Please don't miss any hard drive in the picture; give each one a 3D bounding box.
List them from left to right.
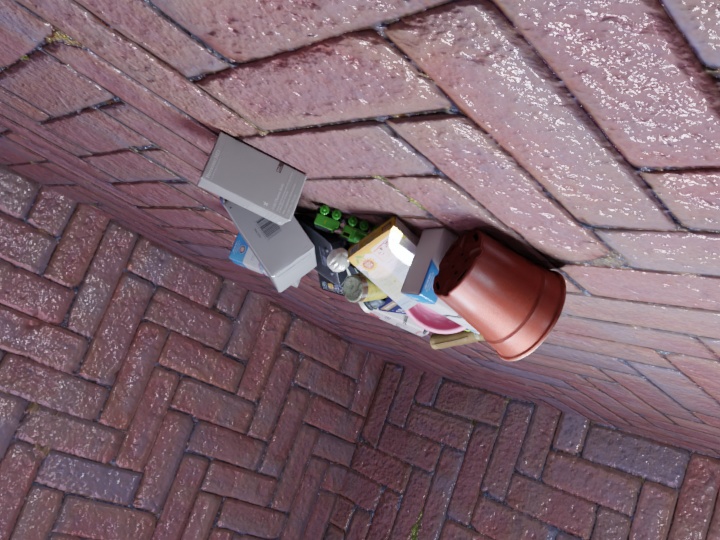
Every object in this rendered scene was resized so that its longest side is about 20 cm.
[{"bbox_3d":[-0.101,-0.057,1.719,0.199,0.042,0.137,34,144,47],"label":"hard drive"}]

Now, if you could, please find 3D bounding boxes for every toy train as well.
[{"bbox_3d":[-0.014,-0.089,1.604,0.196,0.058,0.042,22,169,3],"label":"toy train"}]

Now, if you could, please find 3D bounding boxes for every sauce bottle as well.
[{"bbox_3d":[0.040,0.034,1.630,0.064,0.067,0.198,13,-169,34],"label":"sauce bottle"}]

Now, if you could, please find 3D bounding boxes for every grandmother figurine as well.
[{"bbox_3d":[0.003,-0.027,1.625,0.197,0.062,0.120,-6,-157,-45],"label":"grandmother figurine"}]

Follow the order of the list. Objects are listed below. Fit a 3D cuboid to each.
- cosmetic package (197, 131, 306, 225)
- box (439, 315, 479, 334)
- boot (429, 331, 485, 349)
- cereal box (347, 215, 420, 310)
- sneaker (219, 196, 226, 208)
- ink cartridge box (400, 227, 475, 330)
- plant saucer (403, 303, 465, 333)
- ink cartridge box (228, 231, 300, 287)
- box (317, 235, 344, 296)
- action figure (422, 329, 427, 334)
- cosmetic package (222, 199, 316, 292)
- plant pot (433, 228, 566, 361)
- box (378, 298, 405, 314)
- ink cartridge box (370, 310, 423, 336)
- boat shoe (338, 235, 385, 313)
[{"bbox_3d":[-0.221,-0.184,1.438,0.197,0.109,0.090,24,169,-19],"label":"cosmetic package"},{"bbox_3d":[0.209,0.063,1.697,0.196,0.125,0.048,20,180,13],"label":"box"},{"bbox_3d":[0.297,0.145,1.816,0.172,0.068,0.199,-15,176,-36],"label":"boot"},{"bbox_3d":[0.087,-0.011,1.539,0.143,0.040,0.199,-32,122,29],"label":"cereal box"},{"bbox_3d":[-0.280,-0.149,1.827,0.199,0.079,0.089,39,169,-30],"label":"sneaker"},{"bbox_3d":[0.201,0.022,1.476,0.197,0.148,0.084,28,168,-26],"label":"ink cartridge box"},{"bbox_3d":[0.186,0.046,1.619,0.196,0.204,0.051,20,-150,8],"label":"plant saucer"},{"bbox_3d":[-0.240,-0.059,1.947,0.196,0.148,0.085,20,169,9],"label":"ink cartridge box"},{"bbox_3d":[-0.029,-0.005,1.839,0.196,0.044,0.163,16,131,32],"label":"box"},{"bbox_3d":[0.250,0.105,1.839,0.191,0.107,0.198,-15,151,38],"label":"action figure"},{"bbox_3d":[-0.202,-0.079,1.631,0.201,0.122,0.200,55,171,8],"label":"cosmetic package"},{"bbox_3d":[0.256,0.035,1.361,0.193,0.204,0.200,34,166,-16],"label":"plant pot"},{"bbox_3d":[0.131,0.079,1.909,0.197,0.033,0.120,12,146,-39],"label":"box"},{"bbox_3d":[0.131,0.132,2.282,0.196,0.085,0.147,23,169,-2],"label":"ink cartridge box"},{"bbox_3d":[0.000,0.000,1.716,0.061,0.204,0.074,-28,164,23],"label":"boat shoe"}]
